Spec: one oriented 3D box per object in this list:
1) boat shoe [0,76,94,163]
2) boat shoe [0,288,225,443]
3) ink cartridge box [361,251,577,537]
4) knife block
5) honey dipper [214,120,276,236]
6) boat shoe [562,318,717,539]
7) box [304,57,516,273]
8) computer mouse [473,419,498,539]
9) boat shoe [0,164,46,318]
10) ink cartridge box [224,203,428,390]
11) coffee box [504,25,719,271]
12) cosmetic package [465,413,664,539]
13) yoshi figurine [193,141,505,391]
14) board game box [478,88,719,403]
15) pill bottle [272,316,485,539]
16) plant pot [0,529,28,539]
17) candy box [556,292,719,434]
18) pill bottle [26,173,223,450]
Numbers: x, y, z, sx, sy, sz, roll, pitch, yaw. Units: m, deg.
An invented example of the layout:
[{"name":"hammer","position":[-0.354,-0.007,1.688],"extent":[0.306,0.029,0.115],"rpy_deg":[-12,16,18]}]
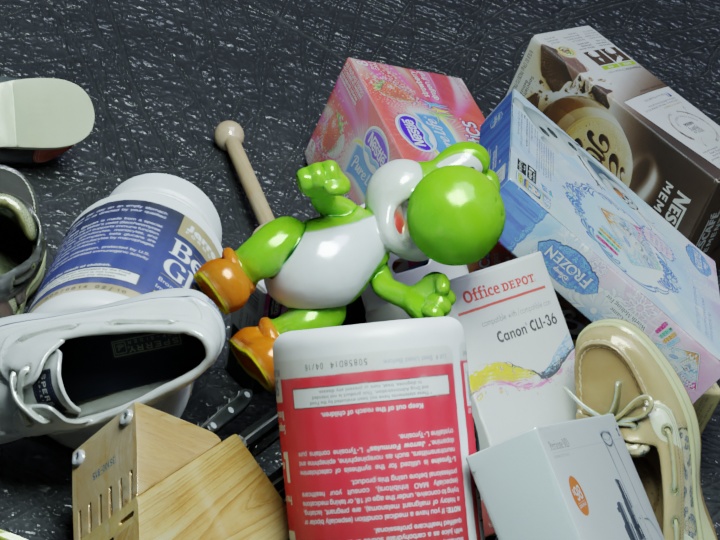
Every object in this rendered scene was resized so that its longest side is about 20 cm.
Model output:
[{"name":"boat shoe","position":[-0.282,-0.107,1.948],"extent":[0.199,0.072,0.062],"rpy_deg":[2,-6,-30]},{"name":"boat shoe","position":[-0.176,0.059,1.652],"extent":[0.199,0.074,0.065],"rpy_deg":[-21,13,5]},{"name":"ink cartridge box","position":[0.079,0.062,1.821],"extent":[0.116,0.067,0.201],"rpy_deg":[-17,86,-49]},{"name":"knife block","position":[-0.080,0.156,1.650],"extent":[0.175,0.064,0.201],"rpy_deg":[25,42,-32]},{"name":"honey dipper","position":[-0.075,-0.051,2.033],"extent":[0.038,0.038,0.200],"rpy_deg":[9,30,-25]},{"name":"boat shoe","position":[0.174,0.130,1.790],"extent":[0.063,0.073,0.201],"rpy_deg":[-20,91,-51]},{"name":"box","position":[0.044,-0.057,2.065],"extent":[0.102,0.095,0.200],"rpy_deg":[9,33,-25]},{"name":"computer mouse","position":[0.092,0.141,1.724],"extent":[0.034,0.200,0.059],"rpy_deg":[4,47,49]},{"name":"boat shoe","position":[-0.231,-0.019,1.832],"extent":[0.071,0.066,0.201],"rpy_deg":[18,30,-9]},{"name":"ink cartridge box","position":[0.000,0.000,1.882],"extent":[0.200,0.095,0.037],"rpy_deg":[-29,56,-32]},{"name":"coffee box","position":[0.204,-0.086,2.212],"extent":[0.200,0.113,0.080],"rpy_deg":[40,33,27]},{"name":"cosmetic package","position":[0.134,0.164,1.670],"extent":[0.151,0.052,0.200],"rpy_deg":[66,16,7]},{"name":"yoshi figurine","position":[0.007,-0.013,1.732],"extent":[0.200,0.113,0.112],"rpy_deg":[-32,60,-13]},{"name":"board game box","position":[0.165,-0.019,1.969],"extent":[0.199,0.043,0.200],"rpy_deg":[39,19,-10]},{"name":"pill bottle","position":[0.013,0.130,1.629],"extent":[0.112,0.201,0.112],"rpy_deg":[-5,-2,0]},{"name":"plant pot","position":[-0.209,0.251,1.311],"extent":[0.200,0.201,0.193],"rpy_deg":[24,41,-1]},{"name":"candy box","position":[0.138,0.063,1.979],"extent":[0.199,0.055,0.116],"rpy_deg":[4,35,-30]},{"name":"pill bottle","position":[-0.143,0.019,1.788],"extent":[0.111,0.111,0.200],"rpy_deg":[22,30,-4]}]
